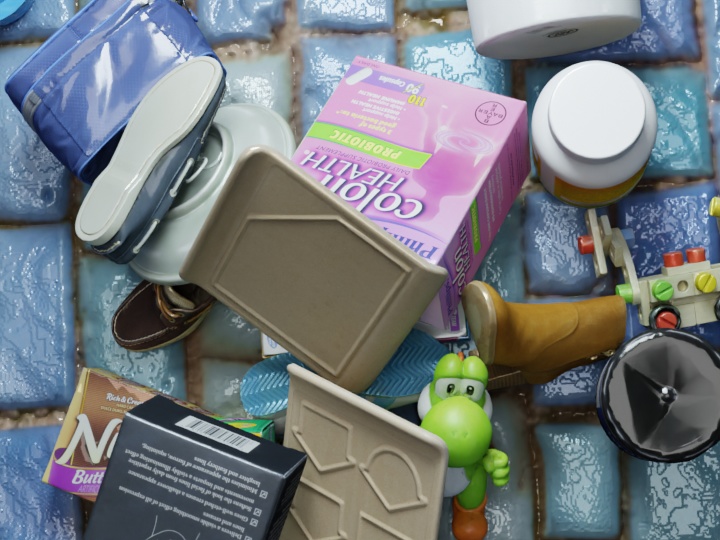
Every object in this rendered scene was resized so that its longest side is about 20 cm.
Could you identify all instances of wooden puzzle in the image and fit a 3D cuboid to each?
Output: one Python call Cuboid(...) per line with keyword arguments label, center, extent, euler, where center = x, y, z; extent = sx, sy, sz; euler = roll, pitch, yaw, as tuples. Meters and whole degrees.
Cuboid(label="wooden puzzle", center=(-0.042, -0.001, 1.397), extent=(0.199, 0.185, 0.037), euler=(33, 45, -1))
Cuboid(label="wooden puzzle", center=(0.005, 0.195, 1.414), extent=(0.184, 0.046, 0.202), euler=(24, 120, 39))

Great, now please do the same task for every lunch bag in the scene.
Cuboid(label="lunch bag", center=(-0.230, -0.190, 1.544), extent=(0.200, 0.136, 0.132), euler=(-43, 82, -3))

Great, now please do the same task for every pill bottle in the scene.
Cuboid(label="pill bottle", center=(0.262, 0.112, 1.426), extent=(0.111, 0.200, 0.113), euler=(-1, 84, 7))
Cuboid(label="pill bottle", center=(0.208, -0.123, 1.456), extent=(0.110, 0.200, 0.112), euler=(-1, 84, 6))

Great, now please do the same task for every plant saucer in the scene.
Cuboid(label="plant saucer", center=(-0.154, -0.083, 1.513), extent=(0.199, 0.050, 0.202), euler=(-21, 48, 25))

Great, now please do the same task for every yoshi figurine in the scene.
Cuboid(label="yoshi figurine", center=(0.077, 0.166, 1.438), extent=(0.112, 0.201, 0.112), euler=(-21, 48, -25))

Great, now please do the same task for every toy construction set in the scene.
Cuboid(label="toy construction set", center=(0.300, -0.014, 1.489), extent=(0.198, 0.092, 0.132), euler=(-8, 97, 10))

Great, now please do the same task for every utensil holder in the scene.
Cuboid(label="utensil holder", center=(0.169, -0.311, 1.501), extent=(0.168, 0.170, 0.202), euler=(-9, 86, 5))

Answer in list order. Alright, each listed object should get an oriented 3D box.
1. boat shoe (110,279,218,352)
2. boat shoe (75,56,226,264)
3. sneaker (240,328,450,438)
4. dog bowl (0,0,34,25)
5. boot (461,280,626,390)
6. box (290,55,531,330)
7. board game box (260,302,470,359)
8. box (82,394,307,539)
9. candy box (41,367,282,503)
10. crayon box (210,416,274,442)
Cuboid(label="boat shoe", center=(-0.166, 0.014, 1.529), extent=(0.199, 0.072, 0.073), euler=(-28, 77, 22))
Cuboid(label="boat shoe", center=(-0.176, -0.097, 1.458), extent=(0.075, 0.062, 0.201), euler=(20, 76, 41))
Cuboid(label="sneaker", center=(-0.007, 0.105, 1.509), extent=(0.198, 0.081, 0.077), euler=(-11, 60, 13))
Cuboid(label="dog bowl", center=(-0.411, -0.296, 1.620), extent=(0.198, 0.050, 0.113), euler=(4, 84, 7))
Cuboid(label="boot", center=(0.167, 0.044, 1.444), extent=(0.143, 0.202, 0.071), euler=(-17, 65, -3))
Cuboid(label="box", center=(0.035, -0.074, 1.466), extent=(0.175, 0.097, 0.201), euler=(18, 59, 21))
Cuboid(label="board game box", center=(0.000, 0.000, 1.547), extent=(0.198, 0.040, 0.155), euler=(-5, 83, 6))
Cuboid(label="box", center=(-0.151, 0.231, 1.389), extent=(0.147, 0.107, 0.202), euler=(21, 96, 7))
Cuboid(label="candy box", center=(-0.187, 0.180, 1.541), extent=(0.198, 0.056, 0.118), euler=(21, 89, 7))
Cuboid(label="crayon box", center=(-0.140, 0.236, 1.472), extent=(0.118, 0.058, 0.202), euler=(2, 94, 9))
